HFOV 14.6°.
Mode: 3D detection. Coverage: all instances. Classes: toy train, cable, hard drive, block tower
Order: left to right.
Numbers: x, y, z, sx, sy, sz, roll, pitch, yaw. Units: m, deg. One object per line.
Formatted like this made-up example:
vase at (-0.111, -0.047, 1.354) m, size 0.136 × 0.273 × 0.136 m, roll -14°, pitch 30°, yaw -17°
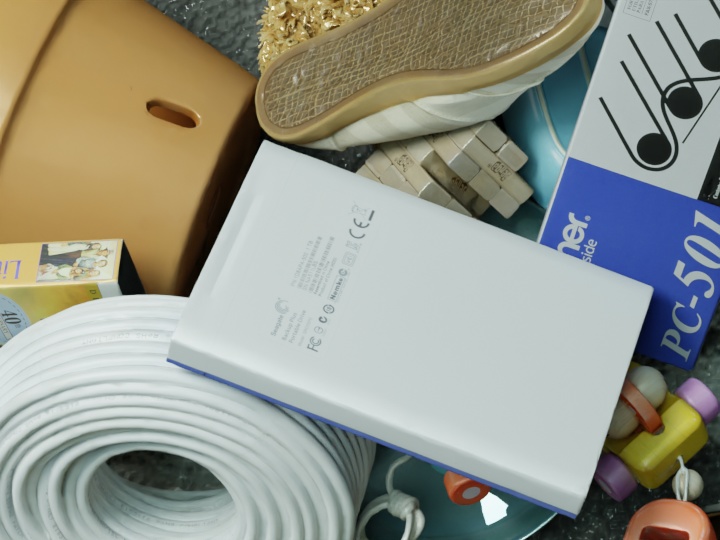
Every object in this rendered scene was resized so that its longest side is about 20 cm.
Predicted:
cable at (-0.094, 0.095, 1.368) m, size 0.200 × 0.200 × 0.069 m, roll -33°, pitch 31°, yaw 34°
block tower at (0.000, 0.000, 1.410) m, size 0.200 × 0.054 × 0.058 m, roll -46°, pitch 37°, yaw 6°
hard drive at (0.026, 0.025, 1.309) m, size 0.199 × 0.025 × 0.132 m, roll 21°, pitch 51°, yaw 3°
toy train at (0.092, 0.099, 1.338) m, size 0.199 × 0.056 × 0.151 m, roll 12°, pitch 61°, yaw 27°

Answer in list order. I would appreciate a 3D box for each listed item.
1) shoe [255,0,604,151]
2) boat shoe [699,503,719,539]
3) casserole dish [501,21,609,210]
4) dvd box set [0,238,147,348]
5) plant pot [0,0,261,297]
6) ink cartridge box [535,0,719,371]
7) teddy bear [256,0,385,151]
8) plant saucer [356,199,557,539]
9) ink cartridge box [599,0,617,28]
shoe at (0.039, -0.105, 1.369) m, size 0.200 × 0.053 × 0.070 m, roll -17°, pitch 64°, yaw 35°
boat shoe at (0.119, 0.167, 1.368) m, size 0.200 × 0.068 × 0.072 m, roll -28°, pitch 73°, yaw 13°
casserole dish at (0.126, -0.119, 1.420) m, size 0.121 × 0.039 × 0.201 m, roll -11°, pitch 75°, yaw -3°
dvd box set at (-0.198, 0.041, 1.413) m, size 0.199 × 0.147 × 0.029 m, roll -2°, pitch 55°, yaw 10°
plant pot at (-0.136, -0.057, 1.444) m, size 0.140 × 0.200 × 0.201 m, roll 20°, pitch 85°, yaw 5°
ink cartridge box at (0.147, -0.058, 1.337) m, size 0.094 × 0.044 × 0.201 m, roll 19°, pitch 119°, yaw 3°
teddy bear at (0.002, -0.143, 1.470) m, size 0.145 × 0.067 × 0.201 m, roll -25°, pitch 73°, yaw 10°
plant saucer at (0.039, 0.053, 1.439) m, size 0.199 × 0.027 × 0.201 m, roll -4°, pitch 78°, yaw 18°
ink cartridge box at (0.162, -0.191, 1.378) m, size 0.199 × 0.084 × 0.146 m, roll 17°, pitch 74°, yaw 3°
